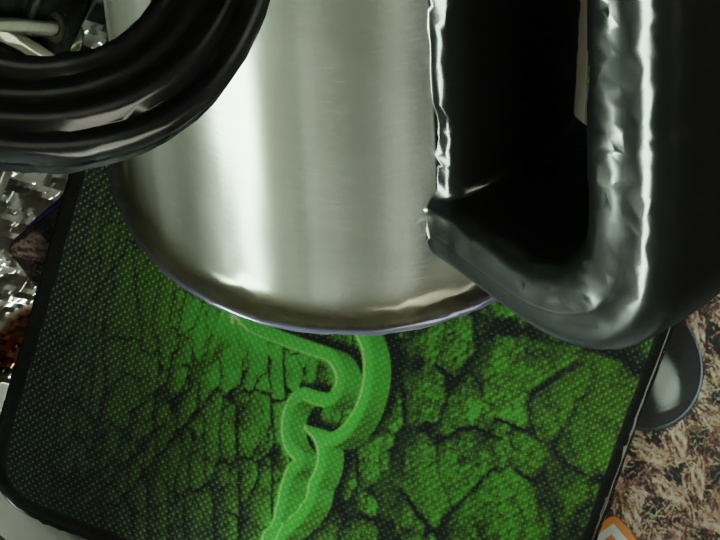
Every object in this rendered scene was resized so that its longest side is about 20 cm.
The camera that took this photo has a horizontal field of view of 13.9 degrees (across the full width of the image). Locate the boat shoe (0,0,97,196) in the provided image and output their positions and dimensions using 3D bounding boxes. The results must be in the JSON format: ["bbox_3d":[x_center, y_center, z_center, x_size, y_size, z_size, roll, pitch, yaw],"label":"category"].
[{"bbox_3d":[-0.093,-0.052,0.681,0.072,0.071,0.200,16,112,-25],"label":"boat shoe"}]

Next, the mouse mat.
[{"bbox_3d":[0.000,0.000,0.748,0.008,0.160,0.201,-53,162,-69],"label":"mouse mat"}]

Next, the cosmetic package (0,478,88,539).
[{"bbox_3d":[-0.068,0.170,0.875,0.167,0.200,0.166,-48,166,12],"label":"cosmetic package"}]

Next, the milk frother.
[{"bbox_3d":[-0.031,-0.057,0.584,0.199,0.181,0.188,-19,140,-13],"label":"milk frother"}]

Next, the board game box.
[{"bbox_3d":[0.034,0.020,0.803,0.159,0.200,0.097,-34,-173,20],"label":"board game box"}]

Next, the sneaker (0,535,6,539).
[{"bbox_3d":[-0.139,0.061,0.688,0.200,0.075,0.084,30,146,-32],"label":"sneaker"}]
